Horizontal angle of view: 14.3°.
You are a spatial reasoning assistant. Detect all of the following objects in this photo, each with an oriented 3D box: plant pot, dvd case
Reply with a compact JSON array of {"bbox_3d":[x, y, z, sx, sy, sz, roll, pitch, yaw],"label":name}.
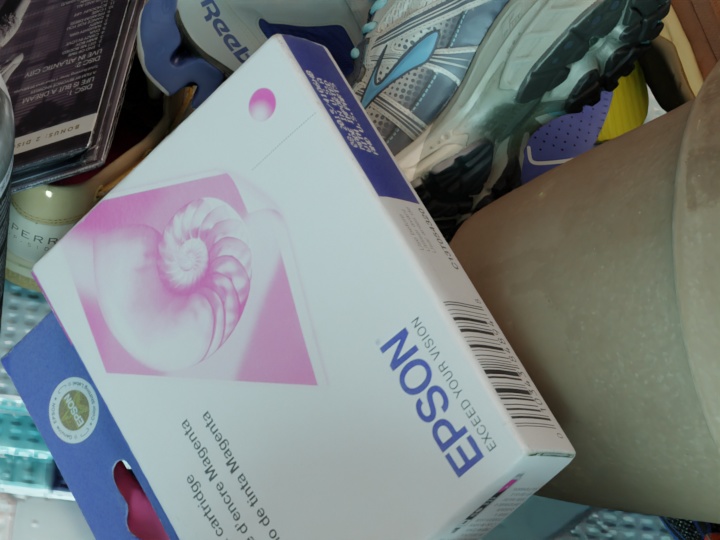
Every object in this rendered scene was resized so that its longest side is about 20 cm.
[{"bbox_3d":[0.126,0.018,1.066,0.174,0.200,0.200,-10,35,34],"label":"plant pot"},{"bbox_3d":[-0.158,-0.099,1.260,0.149,0.016,0.200,-16,41,24],"label":"dvd case"}]

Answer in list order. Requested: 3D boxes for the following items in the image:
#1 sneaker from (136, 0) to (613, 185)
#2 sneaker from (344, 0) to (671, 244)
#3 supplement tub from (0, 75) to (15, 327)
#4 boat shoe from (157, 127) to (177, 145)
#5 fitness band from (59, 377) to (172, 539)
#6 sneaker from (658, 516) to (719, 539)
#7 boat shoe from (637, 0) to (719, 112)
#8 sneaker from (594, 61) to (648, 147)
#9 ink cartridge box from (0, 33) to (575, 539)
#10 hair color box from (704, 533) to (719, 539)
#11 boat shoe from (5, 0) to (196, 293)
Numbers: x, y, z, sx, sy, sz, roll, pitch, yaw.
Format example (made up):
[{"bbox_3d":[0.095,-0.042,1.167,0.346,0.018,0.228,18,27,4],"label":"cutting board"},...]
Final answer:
[{"bbox_3d":[0.012,-0.098,1.179,0.199,0.115,0.081,17,55,-6],"label":"sneaker"},{"bbox_3d":[0.029,-0.068,1.119,0.086,0.200,0.078,54,16,28],"label":"sneaker"},{"bbox_3d":[-0.196,-0.021,1.109,0.122,0.200,0.123,6,48,-7],"label":"supplement tub"},{"bbox_3d":[0.000,0.000,1.227,0.200,0.062,0.072,36,88,12],"label":"boat shoe"},{"bbox_3d":[-0.023,0.041,1.158,0.200,0.037,0.144,-21,66,2],"label":"fitness band"},{"bbox_3d":[0.124,0.051,1.184,0.075,0.078,0.200,-44,54,5],"label":"sneaker"},{"bbox_3d":[0.170,-0.072,1.241,0.068,0.072,0.200,-23,51,0],"label":"boat shoe"},{"bbox_3d":[0.024,-0.066,1.283,0.200,0.082,0.074,4,68,-12],"label":"sneaker"},{"bbox_3d":[-0.044,0.049,1.075,0.043,0.200,0.196,10,43,-56],"label":"ink cartridge box"},{"bbox_3d":[0.228,0.156,1.096,0.200,0.111,0.064,-2,25,-15],"label":"hair color box"},{"bbox_3d":[-0.106,-0.078,1.271,0.074,0.069,0.200,17,47,3],"label":"boat shoe"}]
